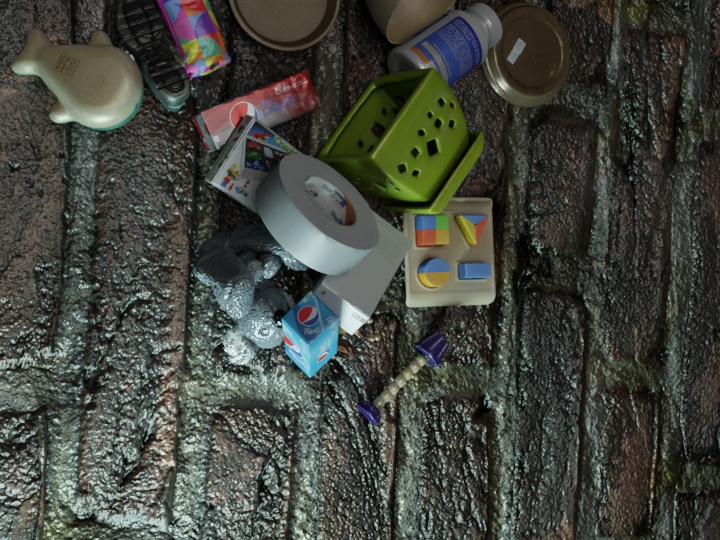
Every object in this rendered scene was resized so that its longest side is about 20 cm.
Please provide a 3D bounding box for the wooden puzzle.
[{"bbox_3d":[0.169,-0.034,1.760,0.185,0.046,0.200,-1,92,-23],"label":"wooden puzzle"}]

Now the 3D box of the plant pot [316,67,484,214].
[{"bbox_3d":[0.079,-0.207,1.642,0.181,0.199,0.200,40,75,-26],"label":"plant pot"}]

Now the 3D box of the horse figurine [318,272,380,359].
[{"bbox_3d":[-0.025,0.055,1.678,0.132,0.050,0.200,7,86,-31],"label":"horse figurine"}]

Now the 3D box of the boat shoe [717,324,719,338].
[{"bbox_3d":[0.822,0.078,2.028,0.073,0.074,0.200,39,75,-19],"label":"boat shoe"}]

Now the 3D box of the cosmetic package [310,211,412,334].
[{"bbox_3d":[0.000,0.000,1.623,0.102,0.074,0.200,37,51,-5],"label":"cosmetic package"}]

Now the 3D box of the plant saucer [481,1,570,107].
[{"bbox_3d":[0.319,-0.411,1.826,0.200,0.029,0.200,-1,92,-23],"label":"plant saucer"}]

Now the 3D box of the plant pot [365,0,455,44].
[{"bbox_3d":[0.076,-0.509,1.649,0.200,0.200,0.134,-38,77,-18],"label":"plant pot"}]

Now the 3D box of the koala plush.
[{"bbox_3d":[-0.171,0.042,1.575,0.177,0.184,0.200,-39,127,-30],"label":"koala plush"}]

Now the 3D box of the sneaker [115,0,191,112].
[{"bbox_3d":[-0.333,-0.340,1.528,0.075,0.079,0.200,-22,80,-16],"label":"sneaker"}]

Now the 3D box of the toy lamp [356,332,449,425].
[{"bbox_3d":[0.080,0.189,1.723,0.200,0.058,0.058,-43,106,-14],"label":"toy lamp"}]

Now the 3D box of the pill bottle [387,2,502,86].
[{"bbox_3d":[0.155,-0.391,1.709,0.200,0.112,0.112,-37,105,-20],"label":"pill bottle"}]

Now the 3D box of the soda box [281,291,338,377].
[{"bbox_3d":[-0.081,0.107,1.571,0.064,0.200,0.068,43,74,14],"label":"soda box"}]

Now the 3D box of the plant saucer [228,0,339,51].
[{"bbox_3d":[-0.131,-0.469,1.623,0.200,0.029,0.200,0,91,-24],"label":"plant saucer"}]

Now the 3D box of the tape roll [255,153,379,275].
[{"bbox_3d":[-0.066,-0.090,1.516,0.200,0.200,0.066,33,120,-20],"label":"tape roll"}]

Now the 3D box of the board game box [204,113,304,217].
[{"bbox_3d":[-0.145,-0.150,1.590,0.200,0.035,0.126,35,86,-38],"label":"board game box"}]

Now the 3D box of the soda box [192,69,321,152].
[{"bbox_3d":[-0.172,-0.265,1.599,0.200,0.063,0.070,-26,102,-21],"label":"soda box"}]

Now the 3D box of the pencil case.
[{"bbox_3d":[-0.276,-0.406,1.541,0.088,0.088,0.200,-23,98,-21],"label":"pencil case"}]

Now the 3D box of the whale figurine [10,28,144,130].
[{"bbox_3d":[-0.430,-0.294,1.484,0.200,0.104,0.159,24,82,3],"label":"whale figurine"}]
